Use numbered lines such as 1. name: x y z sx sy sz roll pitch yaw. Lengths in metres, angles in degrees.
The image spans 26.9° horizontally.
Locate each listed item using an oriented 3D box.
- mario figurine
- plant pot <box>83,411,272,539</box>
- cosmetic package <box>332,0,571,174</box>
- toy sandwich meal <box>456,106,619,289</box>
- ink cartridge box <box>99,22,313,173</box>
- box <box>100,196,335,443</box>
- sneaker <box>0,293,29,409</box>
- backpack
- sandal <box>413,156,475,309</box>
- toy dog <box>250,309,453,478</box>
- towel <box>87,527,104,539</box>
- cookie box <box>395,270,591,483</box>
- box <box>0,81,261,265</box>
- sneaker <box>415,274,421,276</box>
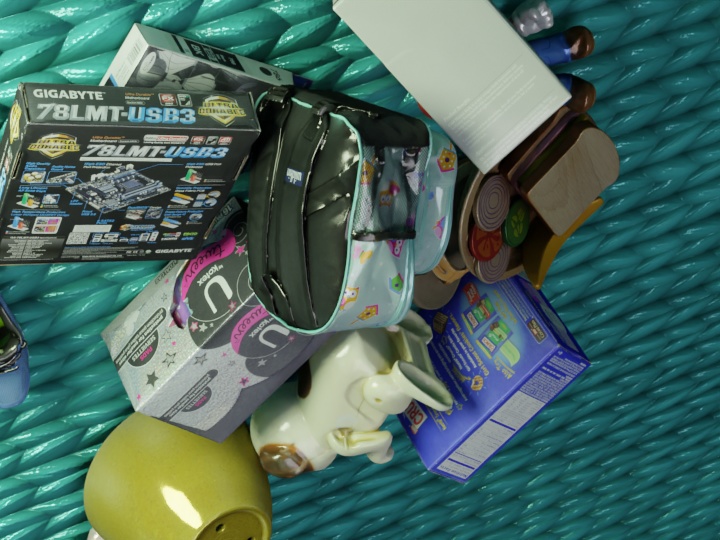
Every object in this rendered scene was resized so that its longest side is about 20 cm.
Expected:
1. mario figurine: 0.142 -0.177 1.408 0.199 0.124 0.106 -12 159 -31
2. plant pot: -0.170 0.250 1.588 0.199 0.142 0.201 -20 128 -27
3. cosmetic package: 0.077 -0.193 1.295 0.107 0.090 0.200 -39 102 10
4. toy sandwich meal: 0.184 -0.071 1.549 0.205 0.070 0.206 -27 133 -33
5. ink cartridge box: -0.132 -0.143 1.318 0.199 0.039 0.100 10 124 -41
6. box: -0.130 0.052 1.463 0.200 0.115 0.132 -45 140 14
7. sneaker: -0.341 0.067 1.355 0.078 0.089 0.200 -22 141 -11
8. backpack: -0.014 -0.047 1.302 0.153 0.176 0.201 3 103 -39
9. sandal: 0.100 -0.030 1.582 0.080 0.054 0.200 -3 133 -32
10. toy dog: -0.030 0.137 1.574 0.194 0.140 0.200 22 123 -40
11. towel: -0.246 0.367 1.700 0.191 0.032 0.201 23 85 -38
12. cookie box: 0.126 0.102 1.649 0.200 0.171 0.075 -45 137 16
13. box: -0.208 -0.078 1.279 0.199 0.050 0.199 -2 147 -26
14. sneaker: -0.009 -0.044 1.448 0.091 0.076 0.200 -38 124 -4
